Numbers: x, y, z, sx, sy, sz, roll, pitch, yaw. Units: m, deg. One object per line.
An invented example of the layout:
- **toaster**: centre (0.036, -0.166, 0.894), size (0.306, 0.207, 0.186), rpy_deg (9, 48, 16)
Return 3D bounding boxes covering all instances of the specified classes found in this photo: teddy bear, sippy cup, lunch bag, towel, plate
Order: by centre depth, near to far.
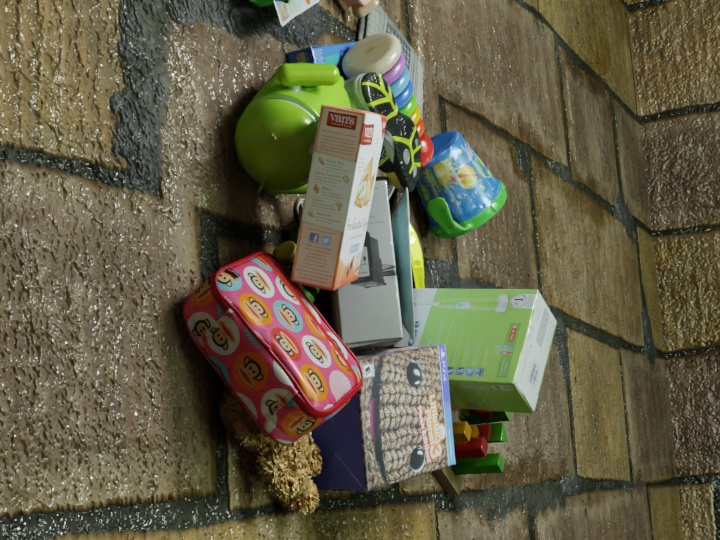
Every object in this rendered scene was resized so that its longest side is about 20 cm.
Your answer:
- **lunch bag**: centre (-0.088, 0.080, 1.365), size (0.201, 0.082, 0.176), rpy_deg (52, 25, 4)
- **teddy bear**: centre (-0.088, 0.195, 1.422), size (0.145, 0.066, 0.202), rpy_deg (-64, 138, -53)
- **plate**: centre (0.056, -0.009, 1.646), size (0.200, 0.025, 0.203), rpy_deg (-2, 90, -88)
- **towel**: centre (0.048, -0.290, 1.892), size (0.193, 0.034, 0.202), rpy_deg (45, 44, -51)
- **sippy cup**: centre (0.143, -0.142, 1.950), size (0.131, 0.139, 0.178), rpy_deg (57, -5, -23)

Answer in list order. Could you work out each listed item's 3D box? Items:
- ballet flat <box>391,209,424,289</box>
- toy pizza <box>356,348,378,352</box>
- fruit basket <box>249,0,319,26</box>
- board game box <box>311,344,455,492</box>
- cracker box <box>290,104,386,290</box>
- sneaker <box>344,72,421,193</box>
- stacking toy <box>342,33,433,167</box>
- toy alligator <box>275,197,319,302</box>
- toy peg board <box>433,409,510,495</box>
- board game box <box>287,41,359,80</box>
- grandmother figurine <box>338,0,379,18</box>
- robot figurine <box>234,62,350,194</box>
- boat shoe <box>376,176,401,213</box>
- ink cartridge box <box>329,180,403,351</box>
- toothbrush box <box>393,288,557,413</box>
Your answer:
- **ballet flat**: centre (0.058, 0.014, 1.787), size (0.067, 0.066, 0.202), rpy_deg (-34, 115, -59)
- **toy pizza**: centre (0.022, 0.181, 1.695), size (0.200, 0.031, 0.203), rpy_deg (31, 55, -58)
- **fruit basket**: centre (-0.096, -0.416, 1.567), size (0.200, 0.093, 0.187), rpy_deg (-49, 126, -62)
- **board game box**: centre (0.023, 0.184, 1.575), size (0.199, 0.096, 0.162), rpy_deg (-5, 90, -53)
- **cracker box**: centre (-0.023, -0.086, 1.427), size (0.134, 0.057, 0.203), rpy_deg (-26, 126, -77)
- **sneaker**: centre (0.022, -0.182, 1.646), size (0.201, 0.076, 0.076), rpy_deg (60, 38, -40)
- **stacking toy**: centre (0.051, -0.222, 1.696), size (0.201, 0.084, 0.086), rpy_deg (59, 34, -38)
- **toy alligator**: centre (-0.069, -0.015, 1.540), size (0.059, 0.054, 0.202), rpy_deg (54, 37, -44)
- **toy peg board**: centre (0.158, 0.203, 1.897), size (0.200, 0.097, 0.201), rpy_deg (58, 34, -41)
- **board game box**: centre (-0.014, -0.235, 1.707), size (0.199, 0.045, 0.154), rpy_deg (-21, 102, -56)
- **grandmother figurine**: centre (-0.042, -0.438, 1.732), size (0.200, 0.060, 0.122), rpy_deg (45, 16, -47)
- **robot figurine**: centre (-0.081, -0.174, 1.492), size (0.201, 0.114, 0.177), rpy_deg (-62, 168, -53)
- **boat shoe**: centre (0.025, -0.043, 1.732), size (0.073, 0.064, 0.202), rpy_deg (35, 53, -59)
- **ink cartridge box**: centre (0.000, 0.000, 1.584), size (0.145, 0.082, 0.203), rpy_deg (119, -35, -83)
- **toothbrush box**: centre (0.151, 0.107, 1.699), size (0.086, 0.198, 0.147), rpy_deg (53, 47, -46)
